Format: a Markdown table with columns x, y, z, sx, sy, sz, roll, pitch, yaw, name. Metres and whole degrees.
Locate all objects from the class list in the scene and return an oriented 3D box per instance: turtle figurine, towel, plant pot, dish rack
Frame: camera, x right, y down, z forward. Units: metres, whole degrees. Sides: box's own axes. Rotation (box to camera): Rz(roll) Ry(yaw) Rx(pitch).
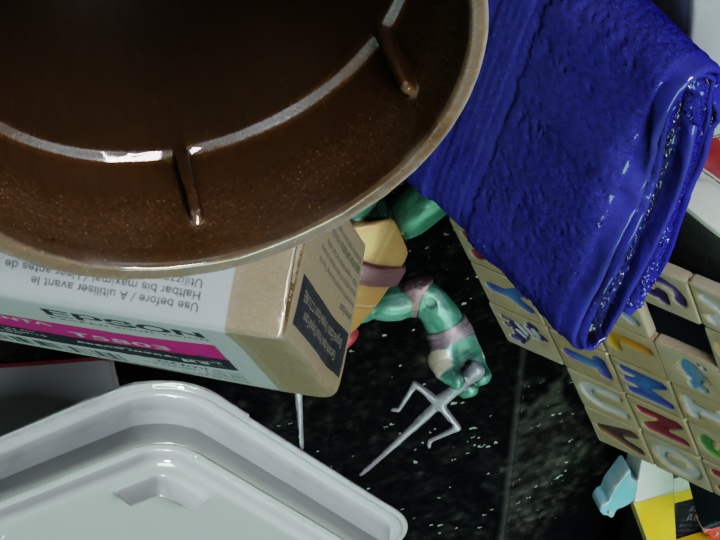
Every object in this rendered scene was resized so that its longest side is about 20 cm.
| x | y | z | sx | sy | sz | roll | pitch | yaw | name |
| --- | --- | --- | --- | --- | --- | --- | --- | --- | --- |
| 0.000 | 0.000 | 1.196 | 0.149 | 0.101 | 0.200 | 4 | 123 | -47 | turtle figurine |
| 0.059 | -0.084 | 1.042 | 0.049 | 0.200 | 0.148 | -19 | 143 | -36 | towel |
| -0.078 | -0.135 | 0.923 | 0.200 | 0.199 | 0.201 | -12 | 141 | -10 | plant pot |
| -0.090 | 0.126 | 1.192 | 0.171 | 0.044 | 0.200 | -23 | 143 | 27 | dish rack |

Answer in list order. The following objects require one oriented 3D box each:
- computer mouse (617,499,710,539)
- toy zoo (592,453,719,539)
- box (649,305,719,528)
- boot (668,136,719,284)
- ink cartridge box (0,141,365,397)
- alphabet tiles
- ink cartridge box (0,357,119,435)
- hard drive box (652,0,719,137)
| x | y | z | sx | sy | sz | roll | pitch | yaw | name |
| --- | --- | --- | --- | --- | --- | --- | --- | --- | --- |
| 0.199 | 0.132 | 1.476 | 0.138 | 0.053 | 0.200 | 5 | 124 | -24 | computer mouse |
| 0.220 | 0.097 | 1.409 | 0.199 | 0.020 | 0.132 | -16 | 129 | -8 | toy zoo |
| 0.265 | 0.039 | 1.265 | 0.196 | 0.124 | 0.200 | -13 | 171 | -11 | box |
| 0.170 | -0.058 | 1.098 | 0.144 | 0.200 | 0.073 | -35 | 144 | -18 | boot |
| -0.108 | -0.009 | 1.054 | 0.199 | 0.075 | 0.165 | 10 | 172 | 9 | ink cartridge box |
| 0.123 | 0.041 | 1.147 | 0.008 | 0.167 | 0.200 | -53 | 145 | -19 | alphabet tiles |
| -0.196 | 0.140 | 1.296 | 0.145 | 0.084 | 0.200 | -5 | 139 | -17 | ink cartridge box |
| 0.135 | -0.176 | 0.995 | 0.077 | 0.156 | 0.200 | -13 | 142 | -8 | hard drive box |
